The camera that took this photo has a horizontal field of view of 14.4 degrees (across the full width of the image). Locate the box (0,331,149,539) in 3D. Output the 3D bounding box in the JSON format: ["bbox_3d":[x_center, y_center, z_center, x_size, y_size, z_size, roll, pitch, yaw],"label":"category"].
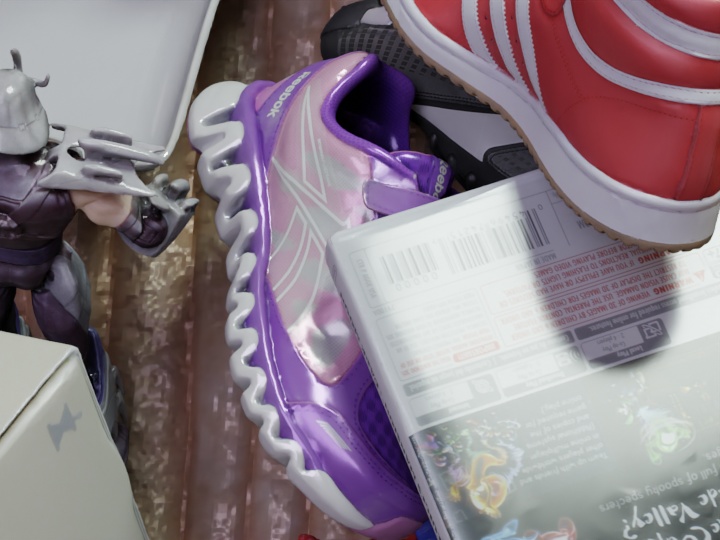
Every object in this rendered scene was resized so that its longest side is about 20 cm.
[{"bbox_3d":[-0.196,0.092,1.078,0.200,0.128,0.109,10,45,30],"label":"box"}]

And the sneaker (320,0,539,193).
[{"bbox_3d":[0.061,-0.042,1.084,0.200,0.066,0.091,22,81,22],"label":"sneaker"}]

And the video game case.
[{"bbox_3d":[0.111,0.039,0.980,0.200,0.023,0.182,-17,66,-12],"label":"video game case"}]

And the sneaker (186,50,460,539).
[{"bbox_3d":[0.000,0.000,1.039,0.088,0.080,0.200,-27,58,22],"label":"sneaker"}]

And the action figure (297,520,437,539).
[{"bbox_3d":[0.070,0.063,1.059,0.200,0.052,0.066,-18,51,13],"label":"action figure"}]

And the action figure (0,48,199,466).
[{"bbox_3d":[-0.128,-0.004,1.075,0.130,0.200,0.069,13,43,13],"label":"action figure"}]

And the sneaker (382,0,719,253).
[{"bbox_3d":[0.075,-0.104,0.985,0.200,0.071,0.113,50,136,45],"label":"sneaker"}]

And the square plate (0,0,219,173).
[{"bbox_3d":[-0.141,-0.107,1.165,0.200,0.028,0.198,0,49,20],"label":"square plate"}]
